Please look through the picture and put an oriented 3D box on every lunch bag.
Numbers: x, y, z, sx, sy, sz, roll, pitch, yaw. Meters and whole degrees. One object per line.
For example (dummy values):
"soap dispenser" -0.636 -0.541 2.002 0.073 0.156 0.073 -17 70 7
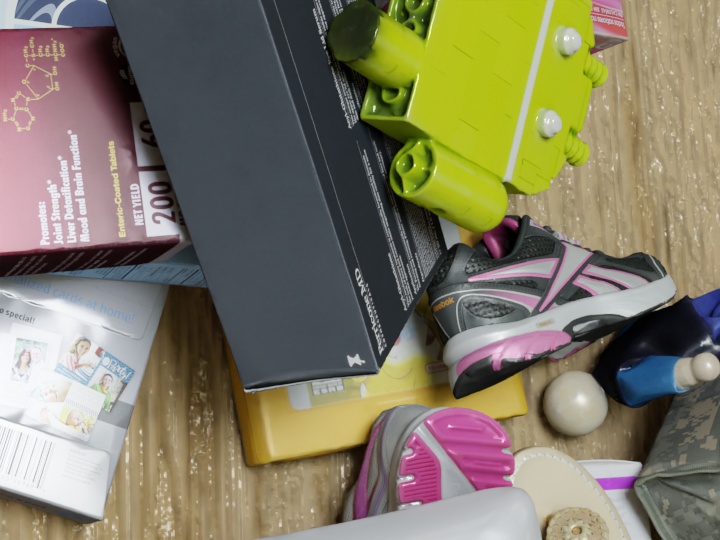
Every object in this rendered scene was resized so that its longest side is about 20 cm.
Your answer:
"lunch bag" 0.259 0.156 0.904 0.201 0.117 0.164 63 29 -11

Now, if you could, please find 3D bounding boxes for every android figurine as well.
"android figurine" 0.064 -0.112 0.784 0.199 0.041 0.183 26 75 -47

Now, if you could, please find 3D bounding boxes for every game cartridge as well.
"game cartridge" 0.000 0.000 0.899 0.175 0.032 0.202 -8 83 -25

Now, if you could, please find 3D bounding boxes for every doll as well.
"doll" 0.198 0.041 0.919 0.199 0.137 0.049 -27 103 9

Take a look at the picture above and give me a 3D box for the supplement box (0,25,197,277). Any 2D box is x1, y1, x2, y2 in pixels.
"supplement box" -0.183 -0.053 0.721 0.199 0.061 0.110 -6 83 -25

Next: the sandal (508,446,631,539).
"sandal" 0.135 0.191 0.804 0.077 0.070 0.213 -10 82 -24

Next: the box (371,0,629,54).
"box" 0.052 -0.169 0.887 0.199 0.102 0.095 -1 77 -49

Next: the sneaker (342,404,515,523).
"sneaker" 0.030 0.162 0.847 0.081 0.088 0.202 8 99 -20

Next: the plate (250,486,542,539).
"plate" 0.012 0.221 0.756 0.198 0.032 0.202 -10 83 -9

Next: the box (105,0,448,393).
"box" -0.033 -0.064 0.757 0.141 0.078 0.201 -58 134 -62

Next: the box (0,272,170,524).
"box" -0.182 0.013 0.812 0.155 0.041 0.201 20 71 -19

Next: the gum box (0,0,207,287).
"gum box" -0.145 -0.084 0.804 0.199 0.045 0.171 6 75 -24

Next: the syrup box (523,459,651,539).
"syrup box" 0.120 0.212 0.876 0.081 0.079 0.202 1 77 -23

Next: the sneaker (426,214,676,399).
"sneaker" 0.110 0.004 0.896 0.199 0.080 0.087 -13 75 -53
